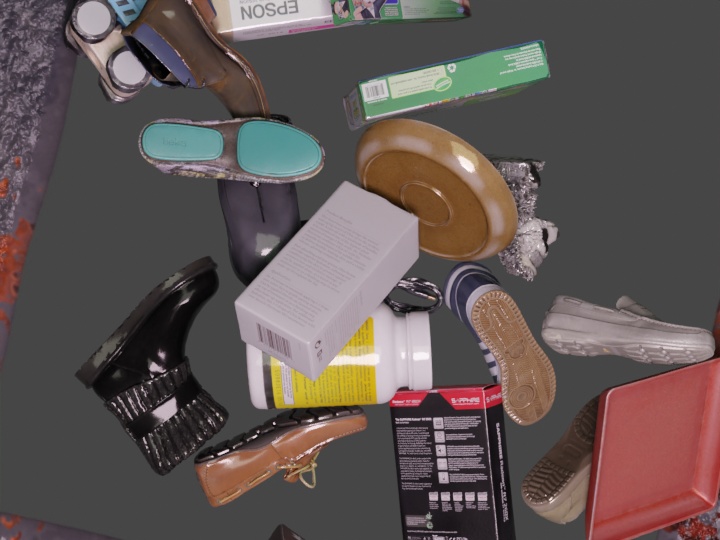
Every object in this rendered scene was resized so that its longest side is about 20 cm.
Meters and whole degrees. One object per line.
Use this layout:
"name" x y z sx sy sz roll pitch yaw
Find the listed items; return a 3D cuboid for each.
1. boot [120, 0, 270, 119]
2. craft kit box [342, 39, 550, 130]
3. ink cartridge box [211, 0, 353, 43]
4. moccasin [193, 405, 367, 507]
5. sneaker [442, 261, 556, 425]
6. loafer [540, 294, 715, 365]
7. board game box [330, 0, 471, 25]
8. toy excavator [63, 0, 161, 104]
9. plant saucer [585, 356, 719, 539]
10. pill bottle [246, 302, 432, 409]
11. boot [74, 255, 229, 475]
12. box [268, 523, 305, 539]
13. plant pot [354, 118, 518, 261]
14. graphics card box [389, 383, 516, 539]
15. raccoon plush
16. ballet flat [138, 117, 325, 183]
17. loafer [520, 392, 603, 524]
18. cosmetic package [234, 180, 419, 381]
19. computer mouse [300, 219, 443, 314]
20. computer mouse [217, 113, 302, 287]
"boot" -0.176 -0.207 1.570 0.097 0.074 0.201 -45 117 -28
"craft kit box" 0.086 -0.196 1.584 0.198 0.198 0.049 -13 96 -4
"ink cartridge box" -0.078 -0.347 1.627 0.198 0.075 0.167 -9 91 -6
"moccasin" -0.084 0.205 1.643 0.200 0.074 0.078 -25 103 -7
"sneaker" 0.155 0.077 1.669 0.070 0.109 0.201 -30 124 -6
"loafer" 0.297 0.061 1.638 0.198 0.070 0.070 7 70 28
"board game box" 0.039 -0.337 1.599 0.199 0.029 0.136 -11 93 -46
"toy excavator" -0.237 -0.310 1.615 0.199 0.100 0.195 -38 96 -16
"plant saucer" 0.327 0.195 1.638 0.198 0.037 0.202 -11 116 -31
"pill bottle" -0.022 0.092 1.616 0.198 0.112 0.114 -2 92 2
"boot" -0.194 0.104 1.625 0.158 0.079 0.211 45 98 2
"box" -0.076 0.416 1.602 0.165 0.164 0.201 35 88 -5
"plant pot" 0.075 -0.078 1.591 0.200 0.200 0.028 39 58 -4
"graphics card box" 0.103 0.228 1.641 0.124 0.051 0.202 -6 91 31
"raccoon plush" 0.126 -0.062 1.655 0.198 0.097 0.136 5 99 7
"ballet flat" -0.136 -0.128 1.582 0.198 0.072 0.073 6 91 0
"loafer" 0.265 0.210 1.676 0.199 0.076 0.069 -39 132 -12
"cosmetic package" -0.032 0.008 1.564 0.101 0.072 0.200 28 59 24
"computer mouse" 0.000 0.000 1.659 0.199 0.034 0.059 26 75 0
"computer mouse" -0.117 -0.073 1.619 0.137 0.053 0.202 -16 78 -7
